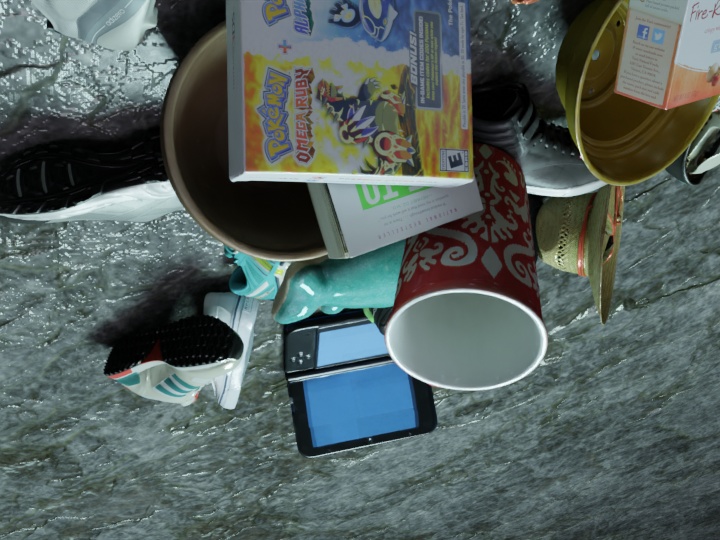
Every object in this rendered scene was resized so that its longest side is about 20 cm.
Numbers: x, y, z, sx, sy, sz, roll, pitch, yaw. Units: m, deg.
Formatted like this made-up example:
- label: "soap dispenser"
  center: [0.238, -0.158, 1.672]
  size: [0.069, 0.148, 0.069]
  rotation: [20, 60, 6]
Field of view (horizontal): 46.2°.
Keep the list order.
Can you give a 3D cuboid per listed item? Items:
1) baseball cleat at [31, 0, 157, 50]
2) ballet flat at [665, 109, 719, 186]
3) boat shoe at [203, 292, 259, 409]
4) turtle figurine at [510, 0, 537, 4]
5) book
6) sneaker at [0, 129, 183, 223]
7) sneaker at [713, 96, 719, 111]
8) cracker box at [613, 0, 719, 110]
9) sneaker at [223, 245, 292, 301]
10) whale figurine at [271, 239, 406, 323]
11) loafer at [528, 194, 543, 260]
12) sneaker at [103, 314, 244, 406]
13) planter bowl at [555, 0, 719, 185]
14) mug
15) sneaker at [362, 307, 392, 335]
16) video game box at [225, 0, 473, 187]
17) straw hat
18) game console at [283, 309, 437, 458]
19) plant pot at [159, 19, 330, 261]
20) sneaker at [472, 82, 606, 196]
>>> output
- label: "baseball cleat"
  center: [-0.168, -0.227, 0.556]
  size: [0.106, 0.070, 0.200]
  rotation: [3, 140, -28]
- label: "ballet flat"
  center: [0.388, -0.166, 0.890]
  size: [0.068, 0.069, 0.200]
  rotation: [-7, 144, -18]
- label: "boat shoe"
  center: [-0.166, 0.091, 1.020]
  size: [0.066, 0.074, 0.200]
  rotation: [14, 132, -4]
- label: "turtle figurine"
  center: [0.153, -0.303, 0.597]
  size: [0.200, 0.064, 0.161]
  rotation: [-44, 145, 4]
- label: "book"
  center: [0.012, -0.125, 0.670]
  size: [0.133, 0.201, 0.048]
  rotation: [-20, -172, -21]
- label: "sneaker"
  center: [-0.226, -0.069, 0.753]
  size: [0.199, 0.074, 0.079]
  rotation: [-9, 150, -12]
- label: "sneaker"
  center: [0.321, -0.184, 0.828]
  size: [0.082, 0.078, 0.200]
  rotation: [8, 138, -30]
- label: "cracker box"
  center: [0.275, -0.238, 0.653]
  size: [0.134, 0.058, 0.201]
  rotation: [-20, 125, -31]
- label: "sneaker"
  center: [-0.101, -0.030, 0.864]
  size: [0.079, 0.078, 0.200]
  rotation: [1, 142, -8]
- label: "whale figurine"
  center: [0.000, 0.000, 0.860]
  size: [0.200, 0.104, 0.159]
  rotation: [-33, 159, -46]
- label: "loafer"
  center: [0.157, -0.060, 0.951]
  size: [0.071, 0.073, 0.200]
  rotation: [11, 164, 30]
- label: "sneaker"
  center: [-0.197, 0.110, 0.968]
  size: [0.199, 0.071, 0.093]
  rotation: [-11, 137, 31]
- label: "planter bowl"
  center: [0.236, -0.184, 0.756]
  size: [0.200, 0.083, 0.201]
  rotation: [-18, 125, -28]
- label: "mug"
  center: [0.084, -0.001, 0.777]
  size: [0.133, 0.201, 0.177]
  rotation: [30, 133, -22]
- label: "sneaker"
  center: [0.103, 0.035, 1.032]
  size: [0.199, 0.084, 0.077]
  rotation: [-16, 147, -2]
- label: "video game box"
  center: [-0.006, -0.164, 0.617]
  size: [0.181, 0.201, 0.047]
  rotation: [-1, 179, -21]
- label: "straw hat"
  center: [0.240, -0.042, 0.942]
  size: [0.085, 0.202, 0.201]
  rotation: [7, 152, 21]
- label: "game console"
  center: [0.006, 0.143, 1.112]
  size: [0.199, 0.119, 0.171]
  rotation: [-10, 146, -12]
- label: "plant pot"
  center: [-0.072, -0.110, 0.706]
  size: [0.200, 0.202, 0.093]
  rotation: [0, -176, -24]
- label: "sneaker"
  center: [0.176, -0.130, 0.824]
  size: [0.199, 0.071, 0.099]
  rotation: [0, 143, -4]
